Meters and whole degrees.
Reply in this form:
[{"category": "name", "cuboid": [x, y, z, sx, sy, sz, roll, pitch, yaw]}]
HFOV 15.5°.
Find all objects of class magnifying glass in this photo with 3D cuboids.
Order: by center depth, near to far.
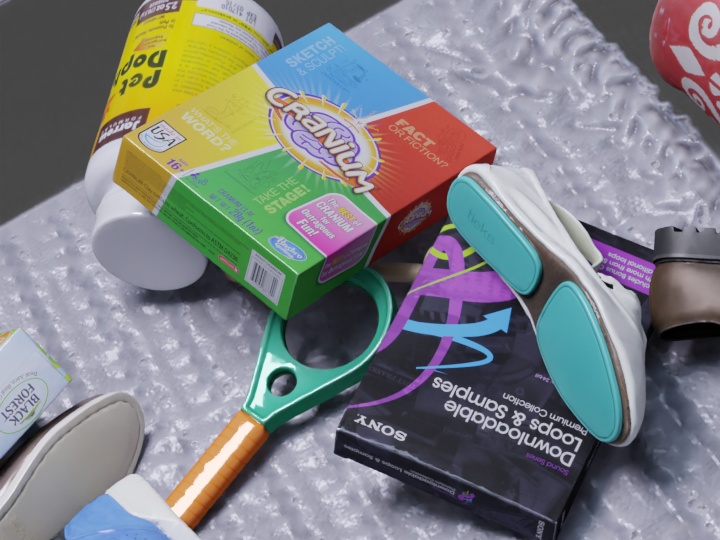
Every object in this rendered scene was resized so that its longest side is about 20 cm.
[{"category": "magnifying glass", "cuboid": [-0.052, 0.077, 1.632, 0.079, 0.022, 0.200, 32, 76, 28]}]

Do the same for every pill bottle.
[{"category": "pill bottle", "cuboid": [-0.120, -0.088, 1.762, 0.109, 0.109, 0.201, -4, 49, 20]}]

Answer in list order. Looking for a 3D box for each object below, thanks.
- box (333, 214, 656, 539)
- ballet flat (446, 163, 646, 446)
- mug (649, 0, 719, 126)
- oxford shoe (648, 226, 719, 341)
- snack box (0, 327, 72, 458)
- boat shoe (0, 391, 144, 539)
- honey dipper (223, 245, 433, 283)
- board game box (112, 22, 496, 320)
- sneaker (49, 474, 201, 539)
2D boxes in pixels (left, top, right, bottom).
[{"category": "box", "cuboid": [0.089, 0.051, 1.571, 0.142, 0.036, 0.201, 22, 61, 11]}, {"category": "ballet flat", "cuboid": [0.125, 0.012, 1.545, 0.069, 0.070, 0.200, -30, 63, -5]}, {"category": "mug", "cuboid": [0.300, -0.120, 1.601, 0.177, 0.134, 0.200, -32, 49, -4]}, {"category": "oxford shoe", "cuboid": [0.265, 0.027, 1.538, 0.199, 0.073, 0.085, 4, 77, 22]}, {"category": "snack box", "cuboid": [-0.279, 0.127, 1.633, 0.200, 0.053, 0.142, -49, 15, -21]}, {"category": "boat shoe", "cuboid": [-0.208, 0.147, 1.621, 0.059, 0.072, 0.200, 4, 45, 43]}, {"category": "honey dipper", "cuboid": [0.000, 0.000, 1.689, 0.199, 0.038, 0.038, 2, 51, 30]}, {"category": "board game box", "cuboid": [-0.033, -0.067, 1.671, 0.153, 0.040, 0.200, 37, 46, 20]}, {"category": "sneaker", "cuboid": [-0.124, 0.201, 1.528, 0.111, 0.077, 0.200, -35, 42, -18]}]
